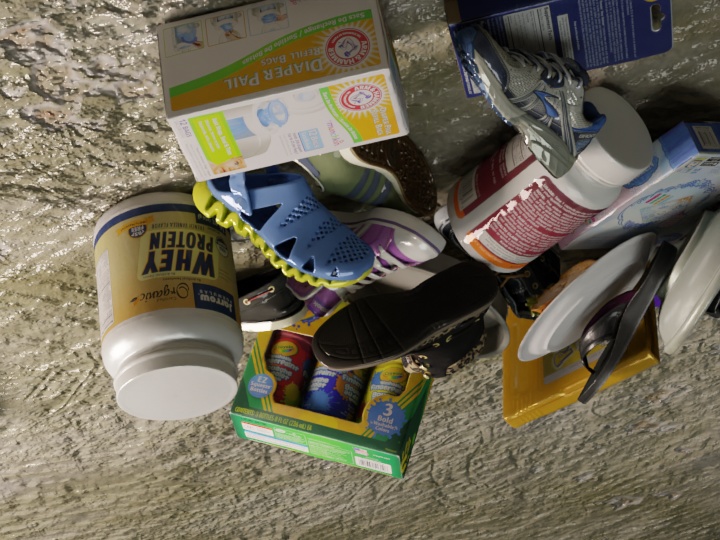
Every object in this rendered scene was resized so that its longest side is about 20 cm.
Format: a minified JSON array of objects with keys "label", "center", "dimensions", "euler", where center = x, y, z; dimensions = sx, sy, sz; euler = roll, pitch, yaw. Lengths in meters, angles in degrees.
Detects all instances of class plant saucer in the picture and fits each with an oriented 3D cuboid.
[{"label":"plant saucer","center":[0.362,-0.008,1.717],"dimensions":[0.050,0.200,0.200],"euler":[31,147,6]}]

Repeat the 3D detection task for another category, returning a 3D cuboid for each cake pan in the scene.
[{"label":"cake pan","center":[0.077,0.033,1.803],"dimensions":[0.199,0.037,0.200],"euler":[19,155,9]}]

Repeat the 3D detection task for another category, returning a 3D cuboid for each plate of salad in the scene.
[{"label":"plate of salad","center":[0.241,0.023,1.751],"dimensions":[0.200,0.048,0.200],"euler":[-36,160,-16]}]

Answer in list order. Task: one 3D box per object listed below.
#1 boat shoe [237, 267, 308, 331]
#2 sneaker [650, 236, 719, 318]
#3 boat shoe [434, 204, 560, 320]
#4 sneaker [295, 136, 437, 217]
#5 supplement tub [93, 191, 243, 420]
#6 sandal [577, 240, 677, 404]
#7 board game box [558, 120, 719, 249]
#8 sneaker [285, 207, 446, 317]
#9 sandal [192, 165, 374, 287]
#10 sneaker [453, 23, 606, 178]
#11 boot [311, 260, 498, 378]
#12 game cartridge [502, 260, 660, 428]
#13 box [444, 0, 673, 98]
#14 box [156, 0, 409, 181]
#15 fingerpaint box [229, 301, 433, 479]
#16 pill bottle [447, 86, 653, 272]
[{"label":"boat shoe","center":[-0.157,0.039,1.804],"dimensions":[0.200,0.074,0.063],"euler":[-12,114,25]},{"label":"sneaker","center":[0.393,0.016,1.882],"dimensions":[0.200,0.100,0.069],"euler":[-32,142,33]},{"label":"boat shoe","center":[0.162,-0.010,1.778],"dimensions":[0.071,0.091,0.200],"euler":[-31,145,32]},{"label":"sneaker","center":[-0.002,-0.103,1.605],"dimensions":[0.089,0.067,0.200],"euler":[-6,160,27]},{"label":"supplement tub","center":[-0.195,0.037,1.641],"dimensions":[0.144,0.201,0.145],"euler":[-8,151,-4]},{"label":"sandal","center":[0.275,0.051,1.734],"dimensions":[0.048,0.075,0.201],"euler":[28,110,5]},{"label":"board game box","center":[0.332,-0.088,1.696],"dimensions":[0.199,0.044,0.199],"euler":[-3,153,-44]},{"label":"sneaker","center":[0.000,0.000,1.640],"dimensions":[0.073,0.115,0.200],"euler":[37,158,-31]},{"label":"sandal","center":[-0.071,-0.057,1.574],"dimensions":[0.199,0.080,0.087],"euler":[31,126,9]},{"label":"sneaker","center":[0.157,-0.171,1.462],"dimensions":[0.085,0.077,0.200],"euler":[-39,136,10]},{"label":"boot","center":[0.051,0.071,1.685],"dimensions":[0.199,0.073,0.151],"euler":[-26,157,-7]},{"label":"game cartridge","center":[0.250,0.074,1.871],"dimensions":[0.199,0.177,0.032],"euler":[-27,127,28]},{"label":"box","center":[0.183,-0.222,1.471],"dimensions":[0.199,0.033,0.121],"euler":[-11,151,7]},{"label":"box","center":[-0.067,-0.167,1.421],"dimensions":[0.199,0.102,0.113],"euler":[-12,151,4]},{"label":"fingerpaint box","center":[-0.025,0.123,1.812],"dimensions":[0.199,0.167,0.073],"euler":[14,153,12]},{"label":"pill bottle","center":[0.190,-0.091,1.621],"dimensions":[0.114,0.115,0.200],"euler":[14,143,-36]}]
